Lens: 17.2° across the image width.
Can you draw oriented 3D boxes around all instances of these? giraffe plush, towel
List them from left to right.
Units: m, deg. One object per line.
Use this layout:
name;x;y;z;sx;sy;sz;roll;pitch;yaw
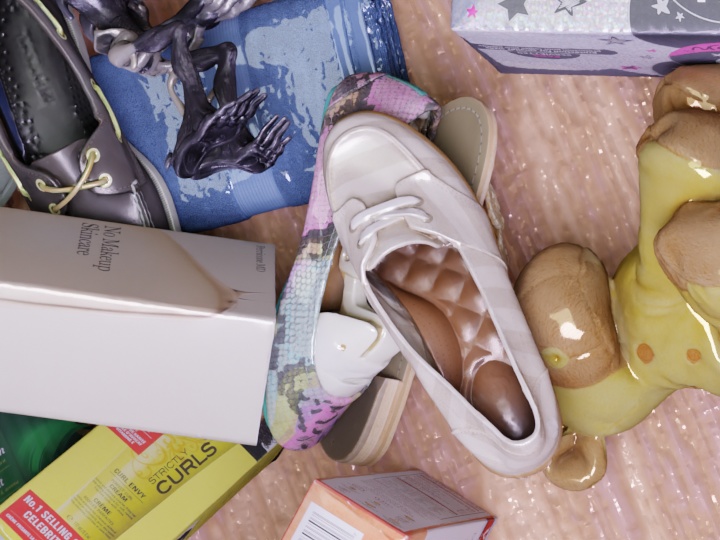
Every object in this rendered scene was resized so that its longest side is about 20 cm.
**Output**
towel;-0.070;-0.082;1.296;0.198;0.049;0.113;-14;84;13
giraffe plush;0.145;0.019;1.196;0.161;0.173;0.201;-18;118;24

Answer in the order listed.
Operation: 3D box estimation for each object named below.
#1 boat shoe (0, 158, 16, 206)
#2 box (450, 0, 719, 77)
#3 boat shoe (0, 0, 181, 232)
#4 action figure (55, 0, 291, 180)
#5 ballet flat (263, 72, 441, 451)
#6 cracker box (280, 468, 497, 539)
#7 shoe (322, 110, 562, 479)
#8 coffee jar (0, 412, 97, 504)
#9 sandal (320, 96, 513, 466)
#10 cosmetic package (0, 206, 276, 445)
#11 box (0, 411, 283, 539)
boat shoe;-0.215;-0.117;1.332;0.060;0.075;0.202;26;98;55
box;0.155;-0.160;1.195;0.198;0.132;0.116;2;86;15
boat shoe;-0.157;-0.063;1.258;0.071;0.061;0.202;-27;86;13
action figure;-0.102;-0.142;1.228;0.102;0.119;0.201;-38;67;11
ballet flat;0.000;0.000;1.216;0.071;0.069;0.202;15;94;38
cracker box;-0.006;0.171;1.185;0.057;0.200;0.135;30;94;16
shoe;0.040;0.006;1.150;0.070;0.053;0.201;-31;77;6
coffee jar;-0.192;0.074;1.288;0.085;0.104;0.201;-39;78;34
sandal;0.046;0.009;1.258;0.078;0.069;0.213;47;120;51
cosmetic package;-0.144;0.023;1.193;0.198;0.104;0.074;7;112;-6
box;-0.113;0.110;1.221;0.075;0.200;0.050;43;133;7
